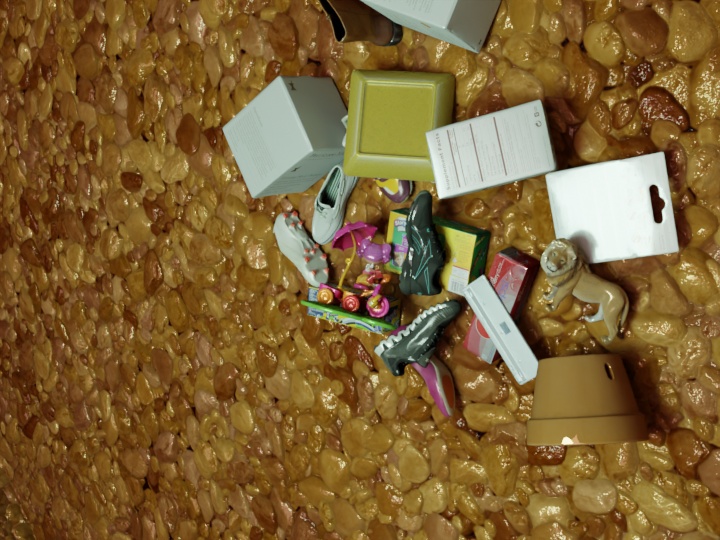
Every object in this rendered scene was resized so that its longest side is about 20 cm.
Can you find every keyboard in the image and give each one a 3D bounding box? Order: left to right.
[{"bbox_3d":[0.253,0.106,1.417,0.056,0.011,0.202,-35,82,30],"label":"keyboard"}]

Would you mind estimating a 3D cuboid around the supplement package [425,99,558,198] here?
[{"bbox_3d":[0.224,-0.202,1.344,0.197,0.117,0.119,-13,93,19],"label":"supplement package"}]

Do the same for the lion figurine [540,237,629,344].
[{"bbox_3d":[0.379,0.031,1.316,0.197,0.073,0.124,25,122,-4],"label":"lion figurine"}]

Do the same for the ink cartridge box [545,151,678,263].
[{"bbox_3d":[0.415,-0.099,1.305,0.197,0.047,0.163,-8,95,35],"label":"ink cartridge box"}]

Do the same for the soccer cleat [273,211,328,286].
[{"bbox_3d":[-0.130,-0.039,1.724,0.202,0.069,0.078,59,136,25],"label":"soccer cleat"}]

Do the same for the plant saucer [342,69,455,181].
[{"bbox_3d":[0.067,-0.272,1.451,0.196,0.048,0.204,5,88,10],"label":"plant saucer"}]

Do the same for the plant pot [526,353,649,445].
[{"bbox_3d":[0.371,0.216,1.323,0.198,0.199,0.143,-12,77,38],"label":"plant pot"}]

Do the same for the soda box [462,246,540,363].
[{"bbox_3d":[0.257,0.064,1.448,0.069,0.063,0.203,29,117,29],"label":"soda box"}]

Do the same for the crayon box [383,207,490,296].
[{"bbox_3d":[0.142,-0.038,1.517,0.198,0.058,0.121,19,111,34],"label":"crayon box"}]

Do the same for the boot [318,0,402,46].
[{"bbox_3d":[-0.025,-0.495,1.457,0.068,0.199,0.191,-24,85,38],"label":"boot"}]

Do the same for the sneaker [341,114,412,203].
[{"bbox_3d":[0.026,-0.218,1.547,0.075,0.089,0.202,-37,76,37],"label":"sneaker"}]

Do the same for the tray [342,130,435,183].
[{"bbox_3d":[0.071,-0.250,1.485,0.197,0.022,0.109,23,91,10],"label":"tray"}]

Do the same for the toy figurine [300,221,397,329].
[{"bbox_3d":[0.000,0.000,1.534,0.197,0.150,0.187,15,89,19],"label":"toy figurine"}]

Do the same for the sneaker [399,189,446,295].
[{"bbox_3d":[0.123,-0.048,1.459,0.078,0.075,0.203,12,114,21],"label":"sneaker"}]

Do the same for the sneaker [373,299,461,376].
[{"bbox_3d":[0.123,0.136,1.521,0.199,0.066,0.091,-36,66,17],"label":"sneaker"}]

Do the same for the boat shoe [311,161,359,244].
[{"bbox_3d":[-0.068,-0.142,1.652,0.073,0.066,0.202,36,119,26],"label":"boat shoe"}]

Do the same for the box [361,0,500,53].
[{"bbox_3d":[0.118,-0.475,1.371,0.198,0.152,0.108,29,102,28],"label":"box"}]

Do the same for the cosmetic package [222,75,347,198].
[{"bbox_3d":[-0.140,-0.272,1.616,0.199,0.166,0.168,-31,80,38],"label":"cosmetic package"}]

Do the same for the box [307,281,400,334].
[{"bbox_3d":[-0.015,0.076,1.656,0.198,0.070,0.066,13,106,35],"label":"box"}]

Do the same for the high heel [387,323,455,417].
[{"bbox_3d":[0.120,0.202,1.575,0.095,0.067,0.203,-26,79,28],"label":"high heel"}]
